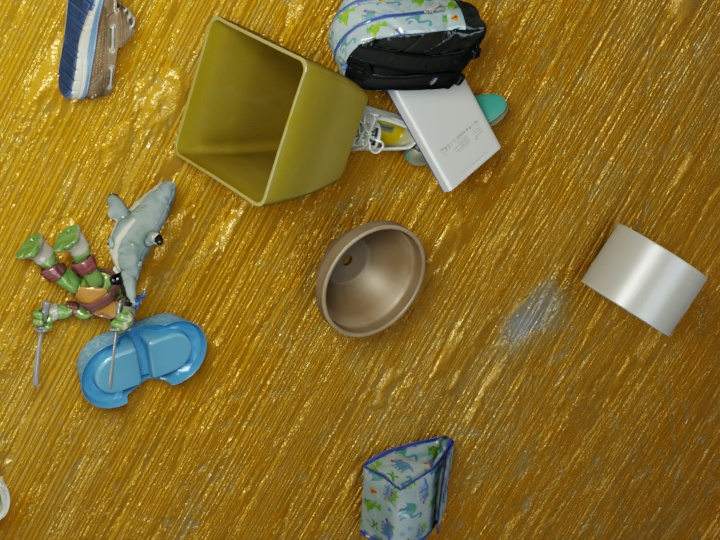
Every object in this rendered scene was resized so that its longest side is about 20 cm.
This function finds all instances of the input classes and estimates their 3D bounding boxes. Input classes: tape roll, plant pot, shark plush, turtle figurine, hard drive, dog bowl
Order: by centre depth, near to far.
[{"bbox_3d":[-0.301,-0.042,1.435,0.083,0.200,0.091,-15,125,20],"label":"shark plush"},{"bbox_3d":[-0.383,0.050,1.438,0.200,0.144,0.194,-44,127,-22],"label":"turtle figurine"},{"bbox_3d":[-0.108,-0.213,1.474,0.176,0.200,0.201,-1,116,-49],"label":"plant pot"},{"bbox_3d":[-0.331,0.129,1.595,0.199,0.050,0.112,-21,127,-27],"label":"dog bowl"},{"bbox_3d":[0.130,-0.243,1.673,0.132,0.025,0.200,-41,110,-27],"label":"hard drive"},{"bbox_3d":[0.000,0.000,1.741,0.200,0.093,0.202,-19,127,-28],"label":"plant pot"},{"bbox_3d":[0.556,0.018,2.102,0.202,0.203,0.139,27,98,-43],"label":"tape roll"}]

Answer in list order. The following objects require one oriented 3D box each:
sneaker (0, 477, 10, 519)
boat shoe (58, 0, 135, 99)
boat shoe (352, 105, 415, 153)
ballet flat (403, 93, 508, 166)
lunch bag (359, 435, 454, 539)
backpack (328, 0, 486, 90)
[{"bbox_3d":[-0.532,0.256,1.471,0.073,0.116,0.201,-25,127,-21],"label":"sneaker"},{"bbox_3d":[-0.325,-0.310,1.332,0.072,0.072,0.201,-5,128,-41],"label":"boat shoe"},{"bbox_3d":[0.007,-0.210,1.625,0.201,0.086,0.075,5,112,-40],"label":"boat shoe"},{"bbox_3d":[0.153,-0.231,1.752,0.199,0.067,0.064,-28,158,-21],"label":"ballet flat"},{"bbox_3d":[0.105,0.428,2.062,0.200,0.127,0.171,-21,125,-43],"label":"lunch bag"},{"bbox_3d":[0.053,-0.329,1.538,0.199,0.154,0.163,-22,163,-24],"label":"backpack"}]
